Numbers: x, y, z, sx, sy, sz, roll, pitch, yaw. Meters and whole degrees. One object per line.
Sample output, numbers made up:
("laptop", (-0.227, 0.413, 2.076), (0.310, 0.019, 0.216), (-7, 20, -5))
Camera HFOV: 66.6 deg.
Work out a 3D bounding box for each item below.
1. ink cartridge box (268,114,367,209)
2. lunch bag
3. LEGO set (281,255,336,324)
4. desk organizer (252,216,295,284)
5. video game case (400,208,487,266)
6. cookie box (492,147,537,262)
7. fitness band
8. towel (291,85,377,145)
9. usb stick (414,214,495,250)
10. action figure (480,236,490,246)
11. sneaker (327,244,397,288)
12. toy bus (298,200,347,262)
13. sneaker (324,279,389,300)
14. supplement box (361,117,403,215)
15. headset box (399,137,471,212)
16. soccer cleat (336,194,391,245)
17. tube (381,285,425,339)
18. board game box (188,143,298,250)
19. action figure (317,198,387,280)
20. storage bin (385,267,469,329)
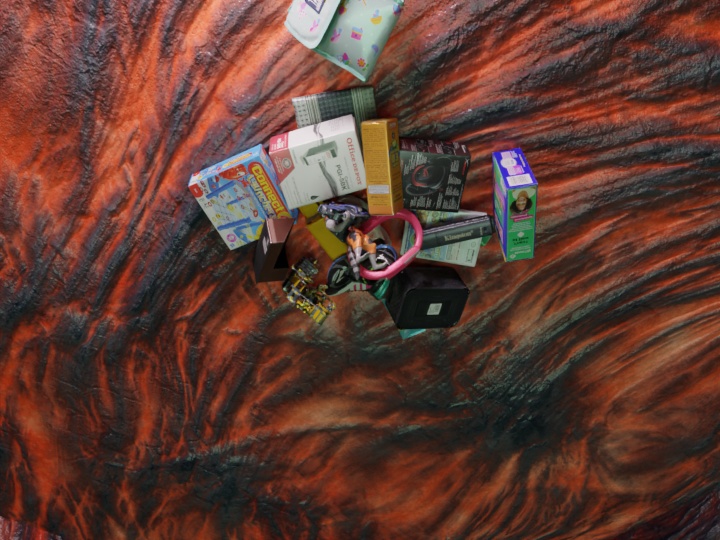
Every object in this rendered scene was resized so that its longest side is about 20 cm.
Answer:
("ink cartridge box", (-0.089, -0.241, 1.225), (0.195, 0.084, 0.149), (-15, 126, 5))
("lunch bag", (-0.032, -0.496, 1.052), (0.196, 0.123, 0.172), (27, 125, -12))
("LEGO set", (-0.120, 0.040, 1.412), (0.153, 0.200, 0.117), (38, 91, -6))
("desk organizer", (-0.212, -0.047, 1.364), (0.075, 0.073, 0.201), (-4, 152, -24))
("video game case", (0.206, -0.090, 1.374), (0.194, 0.018, 0.146), (9, 121, 2))
("cookie box", (0.362, -0.155, 1.299), (0.073, 0.173, 0.204), (-7, 128, 6))
("fitness band", (0.060, -0.064, 1.313), (0.198, 0.144, 0.038), (-37, 162, -9))
("towel", (-0.048, -0.311, 1.253), (0.187, 0.035, 0.204), (-9, 125, 0))
("usb stick", (0.230, -0.093, 1.340), (0.195, 0.033, 0.057), (-12, 117, 13))
("action figure", (0.222, -0.112, 1.398), (0.198, 0.055, 0.118), (34, 121, -17))
("sneaker", (0.000, 0.000, 1.360), (0.195, 0.084, 0.071), (-19, 139, 20))
("toy bus", (-0.084, -0.105, 1.366), (0.064, 0.079, 0.201), (-24, 132, 15))
("sneaker", (0.006, 0.038, 1.487), (0.197, 0.085, 0.120), (-27, 131, 33))
("supplement box", (0.050, -0.229, 1.209), (0.067, 0.066, 0.206), (3, 112, 28))
("headset box", (0.147, -0.225, 1.293), (0.194, 0.076, 0.152), (3, 126, -5))
("soccer cleat", (0.015, -0.110, 1.373), (0.069, 0.079, 0.200), (-33, 122, 21))
("tube", (0.117, 0.125, 1.582), (0.076, 0.051, 0.201), (-19, 130, 19))
("board game box", (-0.278, -0.172, 1.325), (0.191, 0.057, 0.202), (-20, 126, 12))
("action figure", (-0.039, -0.085, 1.238), (0.105, 0.195, 0.198), (-48, 154, 24))
("storage bin", (0.179, 0.075, 1.480), (0.195, 0.095, 0.138), (1, 124, -21))
